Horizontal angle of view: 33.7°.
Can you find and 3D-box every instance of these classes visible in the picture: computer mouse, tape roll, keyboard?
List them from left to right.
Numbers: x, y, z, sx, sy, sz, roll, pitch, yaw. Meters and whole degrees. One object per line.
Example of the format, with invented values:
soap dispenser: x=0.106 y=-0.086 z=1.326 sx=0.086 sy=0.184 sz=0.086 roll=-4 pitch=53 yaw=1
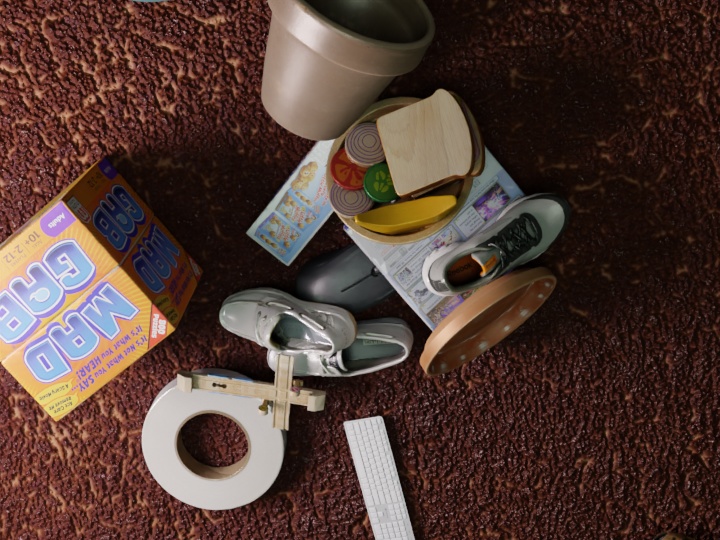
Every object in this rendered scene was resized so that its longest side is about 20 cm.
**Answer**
tape roll: x=-0.199 y=0.233 z=1.634 sx=0.200 sy=0.037 sz=0.205 roll=1 pitch=110 yaw=4
computer mouse: x=0.000 y=0.000 z=1.531 sx=0.199 sy=0.053 sz=0.139 roll=-31 pitch=106 yaw=13
keyboard: x=0.027 y=0.295 z=1.657 sx=0.056 sy=0.011 sz=0.202 roll=-12 pitch=108 yaw=7

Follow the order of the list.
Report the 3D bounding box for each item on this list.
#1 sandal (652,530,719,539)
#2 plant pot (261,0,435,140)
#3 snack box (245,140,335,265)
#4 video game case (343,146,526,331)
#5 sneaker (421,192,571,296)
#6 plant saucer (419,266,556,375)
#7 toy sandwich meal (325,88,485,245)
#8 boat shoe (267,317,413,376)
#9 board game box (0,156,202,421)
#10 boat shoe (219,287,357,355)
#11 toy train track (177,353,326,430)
sandal: x=0.413 y=0.391 z=1.645 sx=0.198 sy=0.082 sz=0.055 roll=-14 pitch=87 yaw=15
plant pot: x=-0.038 y=-0.253 z=1.387 sx=0.199 sy=0.201 sz=0.175 roll=27 pitch=127 yaw=-6
snack box: x=-0.059 y=-0.102 z=1.513 sx=0.072 sy=0.024 sz=0.200 roll=37 pitch=107 yaw=-10
video game case: x=0.110 y=-0.052 z=1.487 sx=0.200 sy=0.045 sz=0.182 roll=-41 pitch=102 yaw=1
sneaker: x=0.171 y=-0.025 z=1.438 sx=0.199 sy=0.079 sz=0.074 roll=-31 pitch=101 yaw=-3
plant saucer: x=0.155 y=0.059 z=1.480 sx=0.200 sy=0.200 sz=0.032 roll=-42 pitch=71 yaw=15
toy sandwich meal: x=0.050 y=-0.127 z=1.413 sx=0.203 sy=0.070 sz=0.208 roll=-3 pitch=76 yaw=12
boat shoe: x=-0.028 y=0.109 z=1.564 sx=0.198 sy=0.066 sz=0.073 roll=-4 pitch=110 yaw=5
board game box: x=-0.347 y=0.018 z=1.479 sx=0.199 sy=0.200 sz=0.200 roll=-37 pitch=104 yaw=14
boat shoe: x=-0.105 y=0.070 z=1.525 sx=0.198 sy=0.069 sz=0.072 roll=6 pitch=113 yaw=27
toy train track: x=-0.146 y=0.162 z=1.564 sx=0.198 sy=0.033 sz=0.116 roll=8 pitch=117 yaw=4
